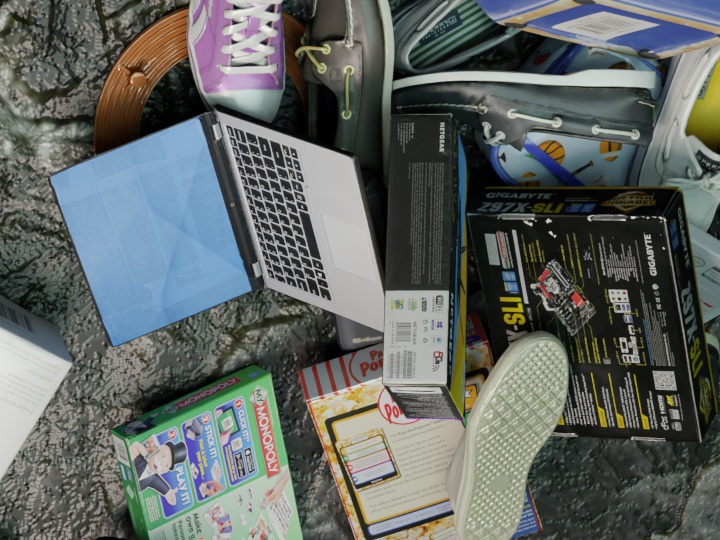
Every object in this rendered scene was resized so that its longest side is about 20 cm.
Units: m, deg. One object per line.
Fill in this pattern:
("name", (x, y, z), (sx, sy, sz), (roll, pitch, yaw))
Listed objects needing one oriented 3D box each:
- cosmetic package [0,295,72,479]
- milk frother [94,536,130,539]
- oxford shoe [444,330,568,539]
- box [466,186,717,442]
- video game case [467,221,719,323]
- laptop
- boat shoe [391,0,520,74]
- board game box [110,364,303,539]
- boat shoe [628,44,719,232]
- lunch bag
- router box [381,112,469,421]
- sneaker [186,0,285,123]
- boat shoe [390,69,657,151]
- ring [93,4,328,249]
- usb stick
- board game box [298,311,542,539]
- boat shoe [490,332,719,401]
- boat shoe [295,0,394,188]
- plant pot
("cosmetic package", (-0.315, 0.113, 1.619), (0.113, 0.081, 0.200), (31, 100, -25))
("milk frother", (-0.243, 0.306, 1.654), (0.199, 0.188, 0.182), (-8, 111, -16))
("oxford shoe", (0.108, 0.124, 1.673), (0.075, 0.058, 0.201), (2, 125, -18))
("box", (0.177, 0.034, 1.646), (0.159, 0.049, 0.201), (2, 120, 28))
("video game case", (0.200, 0.017, 1.713), (0.143, 0.018, 0.200), (28, 140, -25))
("laptop", (-0.096, -0.011, 1.593), (0.116, 0.199, 0.188), (-50, 146, -30))
("boat shoe", (0.109, -0.203, 1.640), (0.200, 0.067, 0.074), (-36, 117, -2))
("board game box", (-0.115, 0.191, 1.720), (0.134, 0.029, 0.201), (-24, 117, -29))
("boat shoe", (0.260, -0.087, 1.635), (0.074, 0.086, 0.203), (8, 115, -15))
("lunch bag", (0.195, -0.092, 1.708), (0.200, 0.076, 0.160), (38, 98, -25))
("router box", (0.050, 0.001, 1.605), (0.051, 0.149, 0.201), (0, 77, 8))
("sneaker", (-0.082, -0.190, 1.543), (0.072, 0.114, 0.202), (-6, 104, -14))
("boat shoe", (0.120, -0.118, 1.608), (0.199, 0.076, 0.061), (0, 93, 4))
("ring", (-0.102, -0.104, 1.637), (0.199, 0.019, 0.202), (-7, 113, -16))
("usb stick", (0.000, 0.000, 1.662), (0.055, 0.033, 0.201), (-15, 139, -5))
("board game box", (0.050, 0.145, 1.738), (0.151, 0.046, 0.201), (-17, 123, 0))
("boat shoe", (0.188, 0.088, 1.742), (0.200, 0.063, 0.074), (-2, 146, 11))
("boat shoe", (-0.014, -0.145, 1.599), (0.060, 0.072, 0.202), (-18, 119, -22))
("plant pot", (0.193, -0.257, 1.546), (0.199, 0.200, 0.181), (10, 84, -23))
